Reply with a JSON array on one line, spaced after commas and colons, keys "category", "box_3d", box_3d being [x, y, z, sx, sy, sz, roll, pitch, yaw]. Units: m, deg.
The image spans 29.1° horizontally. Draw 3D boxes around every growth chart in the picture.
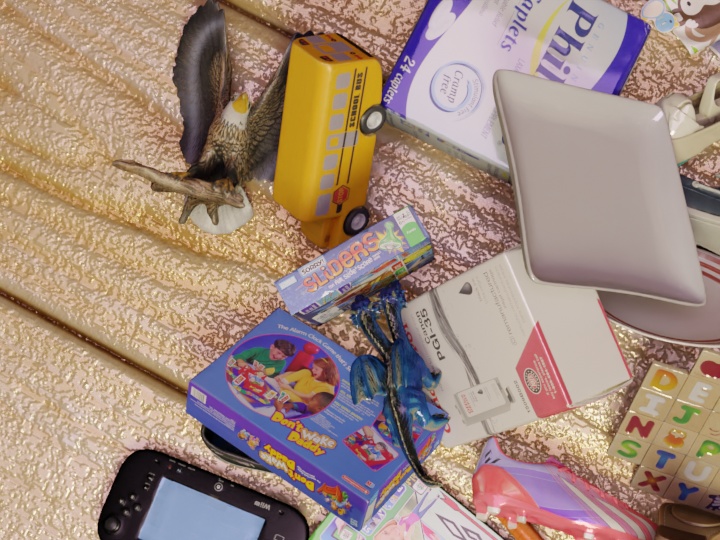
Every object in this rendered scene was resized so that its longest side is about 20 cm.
[{"category": "growth chart", "box_3d": [0.340, -0.280, 1.350, 0.200, 0.018, 0.145, 44, 90, 6]}]

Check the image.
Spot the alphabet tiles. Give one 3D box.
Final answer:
[{"category": "alphabet tiles", "box_3d": [0.321, 0.151, 1.252, 0.166, 0.200, 0.006, 19, 44, 4]}]

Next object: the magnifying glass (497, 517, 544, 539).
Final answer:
[{"category": "magnifying glass", "box_3d": [0.191, 0.289, 1.296, 0.022, 0.080, 0.200, -43, 74, 8]}]

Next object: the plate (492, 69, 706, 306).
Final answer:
[{"category": "plate", "box_3d": [0.200, -0.066, 1.195, 0.199, 0.032, 0.200, 7, 64, -31]}]

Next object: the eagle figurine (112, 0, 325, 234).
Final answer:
[{"category": "eagle figurine", "box_3d": [-0.120, -0.145, 1.332, 0.152, 0.151, 0.200, 42, 52, -33]}]

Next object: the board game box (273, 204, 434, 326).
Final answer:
[{"category": "board game box", "box_3d": [0.000, 0.000, 1.260, 0.135, 0.200, 0.034, -30, 83, 1]}]

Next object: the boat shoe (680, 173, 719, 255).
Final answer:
[{"category": "boat shoe", "box_3d": [0.331, -0.053, 1.305, 0.200, 0.075, 0.062, 17, 65, 18]}]

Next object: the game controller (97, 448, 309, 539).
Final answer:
[{"category": "game controller", "box_3d": [-0.150, 0.246, 1.321, 0.200, 0.042, 0.104, 20, 89, 12]}]

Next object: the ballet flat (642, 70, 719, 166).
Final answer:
[{"category": "ballet flat", "box_3d": [0.316, -0.149, 1.302, 0.200, 0.069, 0.070, -25, 84, -13]}]

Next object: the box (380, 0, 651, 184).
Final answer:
[{"category": "box", "box_3d": [0.144, -0.186, 1.312, 0.200, 0.105, 0.184, 27, 89, 5]}]

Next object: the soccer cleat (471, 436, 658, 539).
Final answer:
[{"category": "soccer cleat", "box_3d": [0.198, 0.213, 1.287, 0.200, 0.067, 0.077, 16, 68, -11]}]

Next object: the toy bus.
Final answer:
[{"category": "toy bus", "box_3d": [-0.031, -0.113, 1.281, 0.065, 0.078, 0.200, 40, 132, 40]}]

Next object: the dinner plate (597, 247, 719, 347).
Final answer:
[{"category": "dinner plate", "box_3d": [0.278, 0.023, 1.258, 0.200, 0.200, 0.024, 10, 117, 4]}]

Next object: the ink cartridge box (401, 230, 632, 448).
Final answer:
[{"category": "ink cartridge box", "box_3d": [0.129, 0.067, 1.241, 0.083, 0.200, 0.147, -19, 83, -33]}]

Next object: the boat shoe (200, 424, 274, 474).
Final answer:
[{"category": "boat shoe", "box_3d": [-0.056, 0.169, 1.307, 0.200, 0.057, 0.069, 5, 79, 14]}]

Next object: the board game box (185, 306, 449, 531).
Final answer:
[{"category": "board game box", "box_3d": [-0.040, 0.131, 1.269, 0.200, 0.045, 0.134, 32, 45, 19]}]

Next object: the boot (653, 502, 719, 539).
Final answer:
[{"category": "boot", "box_3d": [0.285, 0.296, 1.235, 0.077, 0.200, 0.155, 13, 98, 19]}]

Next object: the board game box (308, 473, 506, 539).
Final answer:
[{"category": "board game box", "box_3d": [0.060, 0.278, 1.321, 0.200, 0.029, 0.135, 38, 88, 6]}]

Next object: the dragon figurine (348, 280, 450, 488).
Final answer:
[{"category": "dragon figurine", "box_3d": [0.028, 0.098, 1.204, 0.059, 0.200, 0.099, -24, 127, 22]}]
